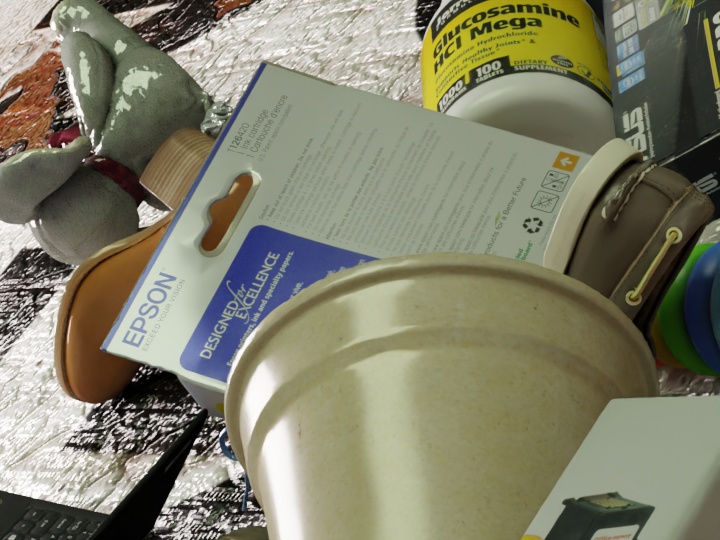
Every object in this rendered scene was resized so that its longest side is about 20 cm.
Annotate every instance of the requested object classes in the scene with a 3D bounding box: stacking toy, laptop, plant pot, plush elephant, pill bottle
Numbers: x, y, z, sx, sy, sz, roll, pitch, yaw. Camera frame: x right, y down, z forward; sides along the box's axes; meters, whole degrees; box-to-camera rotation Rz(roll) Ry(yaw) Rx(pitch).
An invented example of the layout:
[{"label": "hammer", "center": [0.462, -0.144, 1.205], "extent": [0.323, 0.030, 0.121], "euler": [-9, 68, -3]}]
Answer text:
[{"label": "stacking toy", "center": [0.169, 0.018, 1.182], "extent": [0.085, 0.085, 0.200], "euler": [-51, 23, -24]}, {"label": "laptop", "center": [-0.191, 0.148, 1.260], "extent": [0.200, 0.103, 0.177], "euler": [8, 39, 33]}, {"label": "plant pot", "center": [0.038, 0.127, 1.064], "extent": [0.200, 0.200, 0.184], "euler": [-26, 40, 23]}, {"label": "plush elephant", "center": [-0.164, -0.064, 1.611], "extent": [0.155, 0.165, 0.200], "euler": [-43, 26, -8]}, {"label": "pill bottle", "center": [0.091, -0.103, 1.416], "extent": [0.112, 0.112, 0.200], "euler": [-30, 28, 16]}]

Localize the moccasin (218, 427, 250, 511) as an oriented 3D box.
[{"label": "moccasin", "center": [-0.043, 0.073, 1.298], "extent": [0.080, 0.068, 0.200], "euler": [-29, 50, 7]}]

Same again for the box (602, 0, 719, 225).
[{"label": "box", "center": [0.204, -0.116, 1.231], "extent": [0.161, 0.049, 0.200], "euler": [-30, 28, 22]}]

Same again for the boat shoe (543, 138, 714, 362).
[{"label": "boat shoe", "center": [0.110, 0.035, 1.147], "extent": [0.060, 0.200, 0.072], "euler": [30, 34, 20]}]

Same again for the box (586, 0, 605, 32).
[{"label": "box", "center": [0.208, -0.235, 1.489], "extent": [0.200, 0.107, 0.148], "euler": [-43, 27, -11]}]

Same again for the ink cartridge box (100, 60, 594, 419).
[{"label": "ink cartridge box", "center": [0.000, 0.000, 1.264], "extent": [0.200, 0.047, 0.198], "euler": [16, 61, 22]}]

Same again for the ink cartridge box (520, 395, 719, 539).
[{"label": "ink cartridge box", "center": [0.114, 0.166, 0.928], "extent": [0.083, 0.146, 0.200], "euler": [-6, 40, 50]}]

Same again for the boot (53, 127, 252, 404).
[{"label": "boot", "center": [-0.100, 0.029, 1.492], "extent": [0.155, 0.074, 0.200], "euler": [41, 113, 35]}]

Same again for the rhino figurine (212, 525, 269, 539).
[{"label": "rhino figurine", "center": [-0.083, 0.177, 1.216], "extent": [0.200, 0.087, 0.060], "euler": [-25, 24, 45]}]
